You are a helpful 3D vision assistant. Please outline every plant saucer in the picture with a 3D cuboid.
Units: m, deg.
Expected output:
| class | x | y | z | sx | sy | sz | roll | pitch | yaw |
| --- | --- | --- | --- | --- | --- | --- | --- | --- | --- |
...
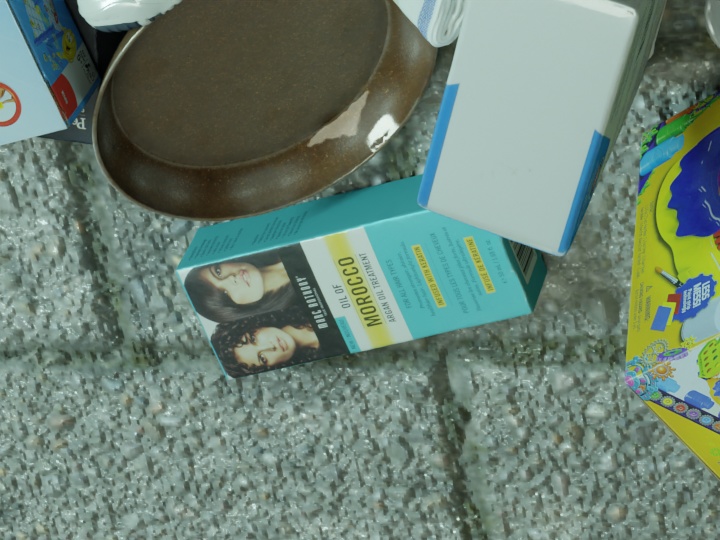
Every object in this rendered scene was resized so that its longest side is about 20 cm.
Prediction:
| class | x | y | z | sx | sy | sz | roll | pitch | yaw |
| --- | --- | --- | --- | --- | --- | --- | --- | --- | --- |
| plant saucer | -0.056 | -0.108 | 1.521 | 0.200 | 0.035 | 0.200 | -16 | 141 | -14 |

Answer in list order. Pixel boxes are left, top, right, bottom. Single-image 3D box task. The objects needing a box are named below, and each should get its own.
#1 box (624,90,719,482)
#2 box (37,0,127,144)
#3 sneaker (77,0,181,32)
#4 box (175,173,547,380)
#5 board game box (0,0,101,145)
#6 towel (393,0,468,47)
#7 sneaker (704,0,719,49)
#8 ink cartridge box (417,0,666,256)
| class | x | y | z | sx | sy | sz | roll | pitch | yaw |
| --- | --- | --- | --- | --- | --- | --- | --- | --- | --- |
| box | 0.251 | -0.013 | 1.433 | 0.192 | 0.200 | 0.122 | -29 | 121 | 29 |
| box | -0.222 | -0.182 | 1.535 | 0.200 | 0.104 | 0.182 | 9 | 122 | 11 |
| sneaker | -0.110 | -0.225 | 1.405 | 0.129 | 0.080 | 0.199 | 32 | 111 | -31 |
| box | 0.000 | 0.000 | 1.618 | 0.200 | 0.049 | 0.082 | -14 | 116 | 23 |
| board game box | -0.267 | -0.150 | 1.472 | 0.200 | 0.056 | 0.196 | -12 | 117 | 23 |
| towel | 0.019 | -0.223 | 1.406 | 0.024 | 0.200 | 0.147 | -5 | 129 | -29 |
| sneaker | 0.242 | -0.161 | 1.404 | 0.075 | 0.115 | 0.200 | 41 | 124 | -11 |
| ink cartridge box | 0.105 | -0.125 | 1.417 | 0.084 | 0.200 | 0.146 | 18 | 124 | 6 |
